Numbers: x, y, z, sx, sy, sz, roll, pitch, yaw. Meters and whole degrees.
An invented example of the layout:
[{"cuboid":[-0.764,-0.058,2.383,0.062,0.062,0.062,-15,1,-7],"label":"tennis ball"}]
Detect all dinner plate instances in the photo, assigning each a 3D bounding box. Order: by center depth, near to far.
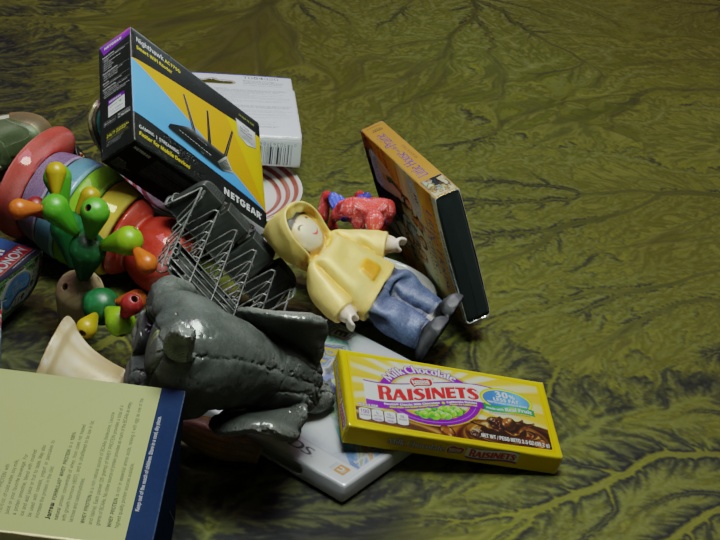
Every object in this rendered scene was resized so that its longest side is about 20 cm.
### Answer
[{"cuboid":[-0.163,-0.089,1.906,0.199,0.024,0.200,6,31,-4],"label":"dinner plate"}]

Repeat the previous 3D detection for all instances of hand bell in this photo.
[{"cuboid":[-0.180,0.124,1.501,0.199,0.104,0.104,22,30,-2],"label":"hand bell"}]

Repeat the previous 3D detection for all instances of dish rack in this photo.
[{"cuboid":[-0.129,0.010,1.620,0.153,0.054,0.200,47,24,-17],"label":"dish rack"}]

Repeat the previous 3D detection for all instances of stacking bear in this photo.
[{"cuboid":[-0.250,-0.044,1.728,0.199,0.122,0.114,27,12,11],"label":"stacking bear"}]

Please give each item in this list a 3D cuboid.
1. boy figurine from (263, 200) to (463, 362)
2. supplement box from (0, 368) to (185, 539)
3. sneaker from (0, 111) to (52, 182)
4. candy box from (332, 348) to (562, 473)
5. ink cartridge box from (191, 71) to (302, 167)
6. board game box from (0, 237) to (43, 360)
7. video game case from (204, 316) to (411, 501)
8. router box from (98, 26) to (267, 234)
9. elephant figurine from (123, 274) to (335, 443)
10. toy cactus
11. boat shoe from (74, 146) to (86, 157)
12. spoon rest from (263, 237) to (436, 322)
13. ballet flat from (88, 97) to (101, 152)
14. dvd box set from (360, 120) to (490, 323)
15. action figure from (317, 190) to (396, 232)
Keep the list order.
[{"cuboid":[0.000,0.000,1.670,0.200,0.065,0.124,35,53,6],"label":"boy figurine"},{"cuboid":[-0.244,0.186,1.302,0.199,0.135,0.200,7,30,-2],"label":"supplement box"},{"cuboid":[-0.411,-0.098,1.777,0.199,0.067,0.090,-13,26,20],"label":"sneaker"},{"cuboid":[0.076,0.125,1.552,0.199,0.027,0.102,10,34,-15],"label":"candy box"},{"cuboid":[-0.169,-0.175,1.994,0.195,0.044,0.200,3,24,-7],"label":"ink cartridge box"},{"cuboid":[-0.388,0.033,1.606,0.199,0.062,0.200,19,32,17],"label":"board game box"},{"cuboid":[-0.025,0.120,1.580,0.182,0.022,0.200,26,35,29],"label":"video game case"},{"cuboid":[-0.178,-0.130,1.751,0.200,0.051,0.150,35,37,-44],"label":"router box"},{"cuboid":[-0.085,0.081,1.442,0.199,0.142,0.155,13,30,-19],"label":"elephant figurine"},{"cuboid":[-0.257,0.002,1.588,0.102,0.165,0.200,-22,59,-32],"label":"toy cactus"},{"cuboid":[-0.319,-0.099,1.851,0.201,0.063,0.074,30,34,30],"label":"boat shoe"},{"cuboid":[-0.021,0.004,1.743,0.199,0.061,0.099,14,31,13],"label":"spoon rest"},{"cuboid":[-0.224,-0.130,1.813,0.071,0.071,0.200,37,9,41],"label":"ballet flat"},{"cuboid":[0.063,-0.051,1.750,0.029,0.147,0.200,-23,31,-11],"label":"dvd box set"},{"cuboid":[-0.002,-0.057,1.799,0.065,0.052,0.200,5,2,-10],"label":"action figure"}]
